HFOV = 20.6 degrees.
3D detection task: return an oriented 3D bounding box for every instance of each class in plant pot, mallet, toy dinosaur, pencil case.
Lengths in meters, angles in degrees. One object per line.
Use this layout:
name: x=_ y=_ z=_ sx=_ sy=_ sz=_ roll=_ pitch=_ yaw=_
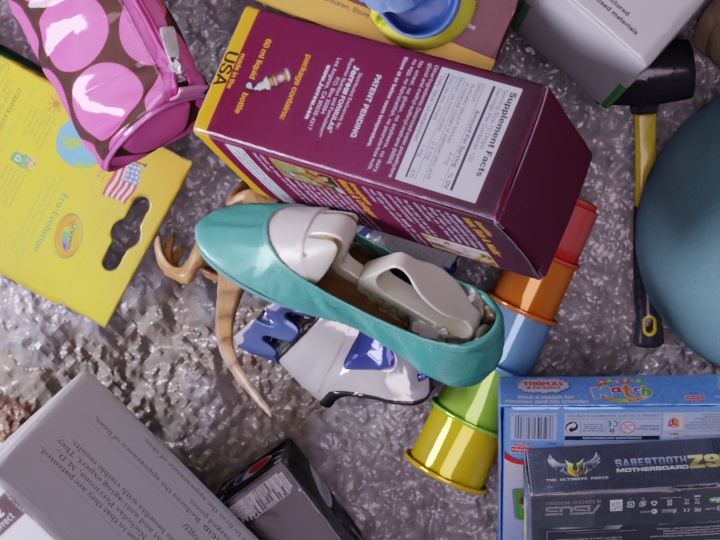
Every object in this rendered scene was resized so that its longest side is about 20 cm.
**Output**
plant pot: x=0.279 y=-0.009 z=1.200 sx=0.200 sy=0.135 sz=0.200 roll=-1 pitch=107 yaw=-4
mallet: x=0.173 y=-0.049 z=1.266 sx=0.066 sy=0.041 sz=0.200 roll=4 pitch=103 yaw=0
toy dinosaur: x=-0.077 y=-0.006 z=1.230 sx=0.060 sy=0.106 sz=0.200 roll=40 pitch=57 yaw=-34
pencil case: x=-0.163 y=-0.165 z=1.206 sx=0.091 sy=0.094 sz=0.200 roll=-26 pitch=79 yaw=-30

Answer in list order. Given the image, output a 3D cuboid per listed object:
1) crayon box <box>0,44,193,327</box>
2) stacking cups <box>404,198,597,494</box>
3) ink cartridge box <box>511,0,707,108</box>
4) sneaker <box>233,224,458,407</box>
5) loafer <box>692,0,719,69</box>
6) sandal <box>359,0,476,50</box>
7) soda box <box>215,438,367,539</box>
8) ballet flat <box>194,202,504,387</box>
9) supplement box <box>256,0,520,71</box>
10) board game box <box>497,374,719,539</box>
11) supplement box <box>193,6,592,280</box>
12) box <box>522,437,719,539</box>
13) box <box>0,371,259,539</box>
crayon box: x=-0.220 y=-0.065 z=1.266 sx=0.200 sy=0.051 sz=0.127 roll=30 pitch=98 yaw=-2
stacking cups: x=0.099 y=0.044 z=1.273 sx=0.060 sy=0.061 sz=0.200 roll=27 pitch=95 yaw=-2
ink cartridge box: x=0.189 y=-0.205 z=1.164 sx=0.084 sy=0.146 sz=0.200 roll=41 pitch=84 yaw=2
sneaker: x=0.028 y=0.019 z=1.260 sx=0.199 sy=0.081 sz=0.115 roll=-41 pitch=95 yaw=14
loafer: x=0.301 y=-0.152 z=1.203 sx=0.200 sy=0.076 sz=0.068 roll=-19 pitch=64 yaw=-9
sandal: x=-0.001 y=-0.212 z=1.086 sx=0.079 sy=0.087 sz=0.200 roll=-35 pitch=94 yaw=9
soda box: x=-0.014 y=0.211 z=1.291 sx=0.063 sy=0.071 sz=0.200 roll=-35 pitch=96 yaw=8
ballet flat: x=0.000 y=0.000 z=1.179 sx=0.200 sy=0.067 sz=0.070 roll=27 pitch=139 yaw=-3
supplement box: x=0.021 y=-0.240 z=1.190 sx=0.197 sy=0.133 sz=0.200 roll=22 pitch=99 yaw=-1
board game box: x=0.162 y=0.157 z=1.258 sx=0.151 sy=0.037 sz=0.200 roll=-1 pitch=122 yaw=2
supplement box: x=0.020 y=-0.074 z=1.153 sx=0.200 sy=0.110 sz=0.086 roll=18 pitch=79 yaw=24
box: x=0.201 y=0.179 z=1.219 sx=0.200 sy=0.051 sz=0.158 roll=-3 pitch=122 yaw=3
box: x=-0.184 y=0.208 z=1.232 sx=0.200 sy=0.131 sz=0.199 roll=46 pitch=123 yaw=-5
